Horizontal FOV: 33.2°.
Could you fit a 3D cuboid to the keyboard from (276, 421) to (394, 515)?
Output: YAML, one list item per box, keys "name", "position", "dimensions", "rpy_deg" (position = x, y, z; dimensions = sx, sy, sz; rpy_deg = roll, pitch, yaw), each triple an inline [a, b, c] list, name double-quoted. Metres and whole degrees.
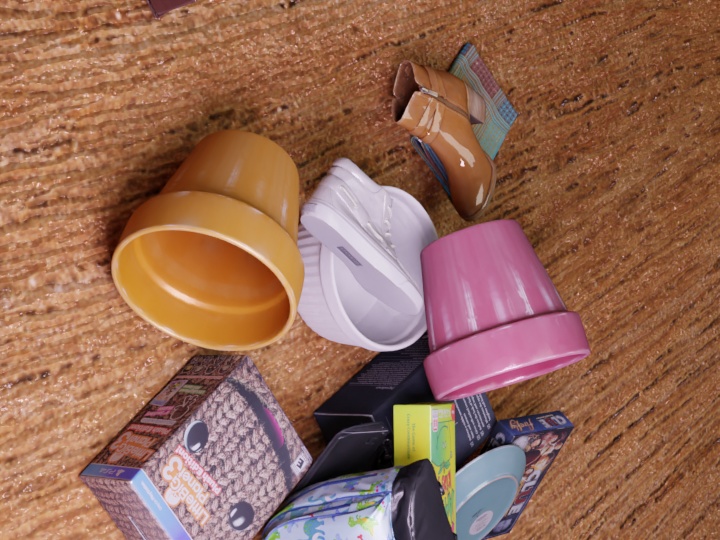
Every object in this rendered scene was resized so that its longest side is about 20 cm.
- name: "keyboard"
  position: [-0.027, 0.246, 1.414]
  dimensions: [0.127, 0.200, 0.021]
  rpy_deg: [3, 42, -42]

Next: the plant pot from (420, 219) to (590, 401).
- name: "plant pot"
  position: [0.156, 0.044, 1.454]
  dimensions: [0.199, 0.200, 0.180]
  rpy_deg: [-6, 74, -45]

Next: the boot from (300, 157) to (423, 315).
- name: "boot"
  position: [0.021, -0.041, 1.394]
  dimensions: [0.200, 0.073, 0.096]
  rpy_deg: [46, 62, -32]

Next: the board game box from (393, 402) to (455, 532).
- name: "board game box"
  position: [0.076, 0.257, 1.416]
  dimensions: [0.102, 0.047, 0.202]
  rpy_deg: [12, 76, -70]

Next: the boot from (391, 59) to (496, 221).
- name: "boot"
  position: [0.104, -0.173, 1.607]
  dimensions: [0.154, 0.073, 0.201]
  rpy_deg: [18, 60, -44]

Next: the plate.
- name: "plate"
  position: [0.145, 0.307, 1.552]
  dimensions: [0.199, 0.026, 0.201]
  rpy_deg: [-30, 143, -26]

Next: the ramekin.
- name: "ramekin"
  position: [0.000, 0.000, 1.496]
  dimensions: [0.199, 0.105, 0.202]
  rpy_deg: [5, 82, -44]

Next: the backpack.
- name: "backpack"
  position: [-0.012, 0.300, 1.323]
  dimensions: [0.154, 0.199, 0.164]
  rpy_deg: [-37, 118, -52]

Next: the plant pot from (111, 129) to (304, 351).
- name: "plant pot"
  position: [-0.146, -0.046, 1.309]
  dimensions: [0.200, 0.199, 0.184]
  rpy_deg: [45, 42, -32]

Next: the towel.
- name: "towel"
  position: [0.151, -0.207, 1.721]
  dimensions: [0.147, 0.022, 0.201]
  rpy_deg: [51, 54, -30]

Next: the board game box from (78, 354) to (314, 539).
- name: "board game box"
  position: [-0.172, 0.215, 1.313]
  dimensions: [0.200, 0.096, 0.160]
  rpy_deg: [-48, 119, -36]

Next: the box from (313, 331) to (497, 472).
- name: "box"
  position: [0.062, 0.190, 1.541]
  dimensions: [0.200, 0.107, 0.149]
  rpy_deg: [-38, 113, -40]

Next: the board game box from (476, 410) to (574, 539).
- name: "board game box"
  position: [0.195, 0.282, 1.635]
  dimensions: [0.135, 0.035, 0.201]
  rpy_deg: [-2, 127, -45]

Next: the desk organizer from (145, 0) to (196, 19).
- name: "desk organizer"
  position: [-0.227, -0.388, 1.321]
  dimensions: [0.072, 0.077, 0.201]
  rpy_deg: [-43, 116, -38]
